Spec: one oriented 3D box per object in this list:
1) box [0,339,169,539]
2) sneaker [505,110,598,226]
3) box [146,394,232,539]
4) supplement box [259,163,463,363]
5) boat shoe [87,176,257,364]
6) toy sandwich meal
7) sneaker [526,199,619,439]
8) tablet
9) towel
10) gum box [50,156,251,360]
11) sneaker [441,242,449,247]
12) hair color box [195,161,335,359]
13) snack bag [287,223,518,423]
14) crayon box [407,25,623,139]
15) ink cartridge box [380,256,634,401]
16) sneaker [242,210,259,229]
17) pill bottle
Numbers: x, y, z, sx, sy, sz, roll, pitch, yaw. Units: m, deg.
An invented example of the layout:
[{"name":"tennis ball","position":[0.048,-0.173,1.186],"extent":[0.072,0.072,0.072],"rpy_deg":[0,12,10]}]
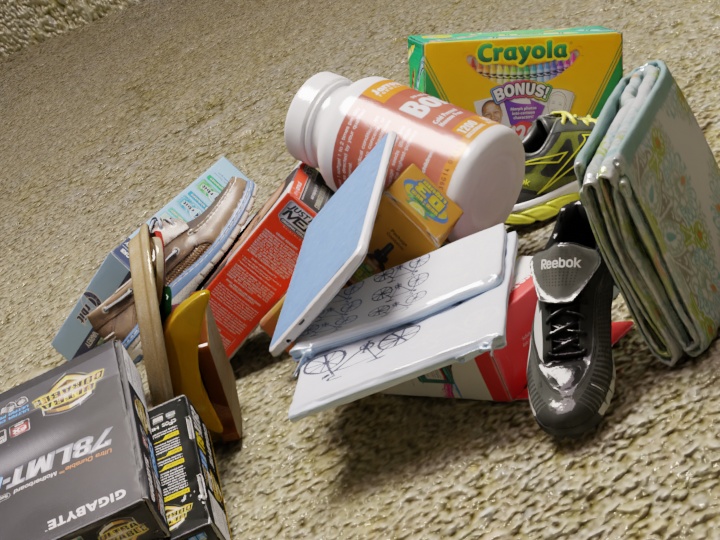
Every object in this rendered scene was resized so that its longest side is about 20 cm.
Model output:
[{"name":"box","position":[-0.252,0.163,1.550],"extent":[0.199,0.050,0.199],"rpy_deg":[-24,34,4]},{"name":"sneaker","position":[0.205,-0.115,1.873],"extent":[0.199,0.085,0.074],"rpy_deg":[-29,19,-10]},{"name":"box","position":[-0.203,0.195,1.559],"extent":[0.199,0.049,0.160],"rpy_deg":[-25,37,3]},{"name":"supplement box","position":[0.000,0.000,1.732],"extent":[0.200,0.067,0.069],"rpy_deg":[-45,1,39]},{"name":"boat shoe","position":[-0.172,-0.013,1.860],"extent":[0.200,0.072,0.072],"rpy_deg":[-53,7,-7]},{"name":"toy sandwich meal","position":[-0.144,0.056,1.695],"extent":[0.070,0.206,0.205],"rpy_deg":[-9,18,-4]},{"name":"sneaker","position":[0.151,0.028,1.481],"extent":[0.066,0.091,0.201],"rpy_deg":[-4,45,20]},{"name":"tablet","position":[-0.020,-0.024,1.659],"extent":[0.130,0.014,0.200],"rpy_deg":[-48,14,30]},{"name":"towel","position":[0.227,-0.046,1.524],"extent":[0.048,0.172,0.200],"rpy_deg":[-16,21,31]},{"name":"gum box","position":[-0.211,-0.008,2.064],"extent":[0.200,0.045,0.170],"rpy_deg":[-46,-3,-45]},{"name":"sneaker","position":[0.061,-0.033,1.840],"extent":[0.071,0.080,0.200],"rpy_deg":[-20,19,6]},{"name":"hair color box","position":[-0.097,0.002,1.851],"extent":[0.200,0.061,0.102],"rpy_deg":[-48,9,19]},{"name":"snack bag","position":[0.030,0.039,1.573],"extent":[0.188,0.021,0.200],"rpy_deg":[-21,21,16]},{"name":"crayon box","position":[0.146,-0.165,1.926],"extent":[0.199,0.119,0.058],"rpy_deg":[-5,14,-14]},{"name":"ink cartridge box","position":[0.103,0.044,1.603],"extent":[0.116,0.067,0.199],"rpy_deg":[-38,23,-34]},{"name":"sneaker","position":[-0.074,-0.032,2.022],"extent":[0.140,0.078,0.200],"rpy_deg":[-36,22,-27]},{"name":"pill bottle","position":[0.035,-0.104,1.789],"extent":[0.199,0.113,0.112],"rpy_deg":[25,46,29]}]
